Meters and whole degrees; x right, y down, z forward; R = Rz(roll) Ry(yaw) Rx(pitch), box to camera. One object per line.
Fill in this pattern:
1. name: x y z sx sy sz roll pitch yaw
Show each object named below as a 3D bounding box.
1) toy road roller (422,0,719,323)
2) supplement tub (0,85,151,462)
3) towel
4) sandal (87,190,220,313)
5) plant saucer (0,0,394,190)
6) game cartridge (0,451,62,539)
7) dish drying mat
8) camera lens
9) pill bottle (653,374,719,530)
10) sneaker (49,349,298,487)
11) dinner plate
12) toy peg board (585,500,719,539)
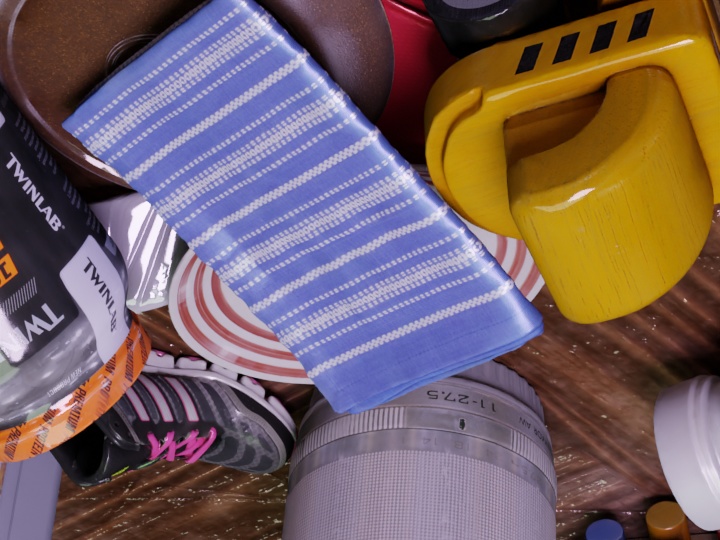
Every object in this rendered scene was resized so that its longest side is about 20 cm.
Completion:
1. toy road roller: 0.124 -0.065 0.655 0.200 0.146 0.123 -14 139 17
2. supplement tub: -0.190 -0.016 0.746 0.122 0.123 0.200 -20 116 30
3. towel: -0.028 -0.021 0.711 0.200 0.024 0.145 46 141 -15
4. sandal: -0.158 -0.001 0.854 0.206 0.059 0.079 -13 104 -3
5. plant saucer: -0.085 -0.095 0.736 0.200 0.032 0.200 7 141 6
6. game cartridge: -0.260 0.119 0.967 0.041 0.133 0.200 -21 136 31
7. dish drying mat: 0.005 -0.057 0.796 0.077 0.018 0.200 17 142 -14
8. camera lens: 0.033 0.165 0.936 0.160 0.200 0.160 3 143 3
9. pill bottle: 0.263 0.074 0.859 0.200 0.113 0.113 -22 135 31
10. sneaker: -0.131 0.093 0.955 0.200 0.088 0.074 23 140 -22
11. dinner plate: 0.000 0.000 0.835 0.200 0.024 0.200 -8 149 -5
12. toy peg board: 0.211 0.211 0.996 0.199 0.200 0.098 -6 124 16
